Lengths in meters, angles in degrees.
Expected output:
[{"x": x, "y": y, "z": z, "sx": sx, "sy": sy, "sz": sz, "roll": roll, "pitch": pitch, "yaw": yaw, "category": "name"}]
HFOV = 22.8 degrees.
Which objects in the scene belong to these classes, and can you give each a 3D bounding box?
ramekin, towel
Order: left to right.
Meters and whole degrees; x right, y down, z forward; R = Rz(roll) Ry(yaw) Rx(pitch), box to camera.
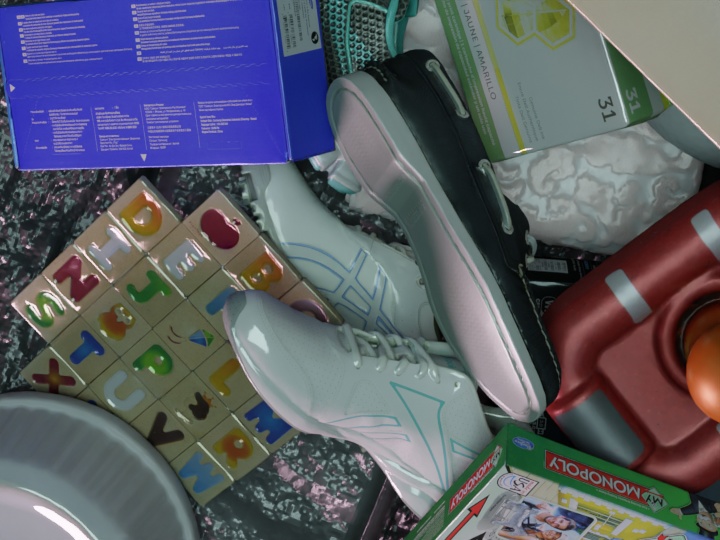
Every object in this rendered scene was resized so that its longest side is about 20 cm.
[{"x": -0.197, "y": 0.178, "z": 1.030, "sx": 0.202, "sy": 0.094, "sz": 0.203, "roll": 2, "pitch": 103, "yaw": 8, "category": "ramekin"}, {"x": 0.103, "y": -0.110, "z": 1.006, "sx": 0.199, "sy": 0.032, "sz": 0.192, "roll": 10, "pitch": 100, "yaw": 3, "category": "towel"}]

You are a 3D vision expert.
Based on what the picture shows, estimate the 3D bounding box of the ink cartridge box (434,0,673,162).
[{"x": 0.127, "y": -0.145, "z": 0.905, "sx": 0.200, "sy": 0.048, "sz": 0.146, "roll": -12, "pitch": 98, "yaw": 48, "category": "ink cartridge box"}]

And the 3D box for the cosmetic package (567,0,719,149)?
[{"x": 0.182, "y": -0.120, "z": 0.823, "sx": 0.200, "sy": 0.073, "sz": 0.104, "roll": 45, "pitch": 116, "yaw": 9, "category": "cosmetic package"}]

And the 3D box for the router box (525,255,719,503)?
[{"x": 0.155, "y": 0.097, "z": 1.012, "sx": 0.149, "sy": 0.062, "sz": 0.201, "roll": 4, "pitch": 105, "yaw": 1, "category": "router box"}]

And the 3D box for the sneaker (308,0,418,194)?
[{"x": -0.014, "y": -0.147, "z": 0.976, "sx": 0.091, "sy": 0.078, "sz": 0.201, "roll": -25, "pitch": 89, "yaw": 9, "category": "sneaker"}]

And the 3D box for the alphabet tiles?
[{"x": -0.106, "y": 0.044, "z": 1.015, "sx": 0.166, "sy": 0.006, "sz": 0.200, "roll": 48, "pitch": 124, "yaw": -5, "category": "alphabet tiles"}]

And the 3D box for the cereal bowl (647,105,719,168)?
[{"x": 0.235, "y": -0.144, "z": 0.945, "sx": 0.199, "sy": 0.083, "sz": 0.201, "roll": -2, "pitch": 103, "yaw": -10, "category": "cereal bowl"}]

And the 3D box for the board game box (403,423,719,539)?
[{"x": 0.090, "y": 0.167, "z": 0.963, "sx": 0.134, "sy": 0.029, "sz": 0.200, "roll": 21, "pitch": 135, "yaw": -14, "category": "board game box"}]

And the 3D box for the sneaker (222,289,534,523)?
[{"x": 0.013, "y": 0.059, "z": 0.941, "sx": 0.200, "sy": 0.071, "sz": 0.080, "roll": 36, "pitch": 114, "yaw": -29, "category": "sneaker"}]

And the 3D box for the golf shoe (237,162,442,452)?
[{"x": 0.000, "y": 0.000, "z": 1.015, "sx": 0.097, "sy": 0.078, "sz": 0.200, "roll": -27, "pitch": 106, "yaw": 1, "category": "golf shoe"}]

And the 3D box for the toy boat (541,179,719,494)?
[{"x": 0.186, "y": 0.038, "z": 0.894, "sx": 0.200, "sy": 0.131, "sz": 0.131, "roll": -38, "pitch": 101, "yaw": 11, "category": "toy boat"}]

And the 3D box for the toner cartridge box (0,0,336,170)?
[{"x": -0.109, "y": -0.105, "z": 0.964, "sx": 0.199, "sy": 0.043, "sz": 0.095, "roll": 2, "pitch": 102, "yaw": 35, "category": "toner cartridge box"}]

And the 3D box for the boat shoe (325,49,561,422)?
[{"x": 0.057, "y": -0.021, "z": 0.906, "sx": 0.060, "sy": 0.076, "sz": 0.200, "roll": -27, "pitch": 90, "yaw": -25, "category": "boat shoe"}]
